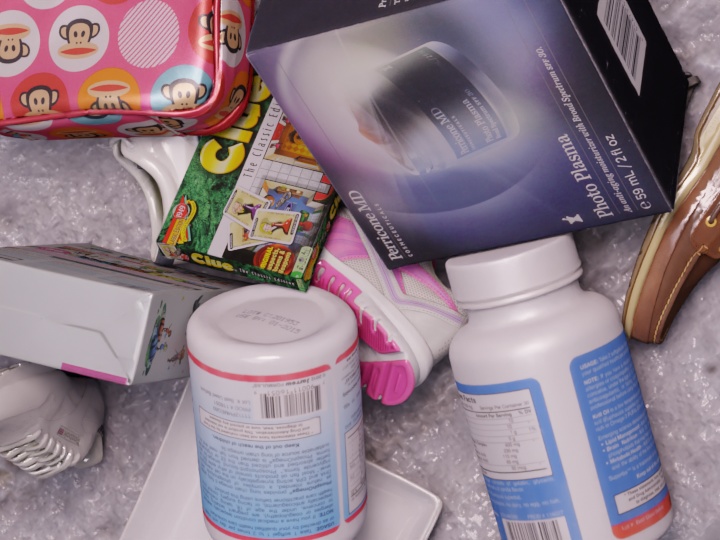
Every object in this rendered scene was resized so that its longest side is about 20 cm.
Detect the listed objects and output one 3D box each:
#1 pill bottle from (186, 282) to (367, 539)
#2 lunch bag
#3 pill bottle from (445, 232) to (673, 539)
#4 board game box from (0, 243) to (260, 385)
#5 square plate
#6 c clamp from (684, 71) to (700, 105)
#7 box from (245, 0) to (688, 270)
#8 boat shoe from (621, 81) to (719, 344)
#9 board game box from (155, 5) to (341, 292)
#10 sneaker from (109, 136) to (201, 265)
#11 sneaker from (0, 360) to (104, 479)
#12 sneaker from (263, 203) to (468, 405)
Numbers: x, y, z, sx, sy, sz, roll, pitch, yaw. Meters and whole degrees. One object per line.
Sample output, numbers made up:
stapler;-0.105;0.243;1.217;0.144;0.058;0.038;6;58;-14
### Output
pill bottle;-0.051;0.117;1.381;0.109;0.109;0.200;6;116;19
lunch bag;-0.170;-0.176;1.391;0.200;0.082;0.176;0;85;17
pill bottle;0.120;0.079;1.352;0.112;0.112;0.200;-12;99;20
board game box;-0.167;0.026;1.415;0.147;0.200;0.064;13;96;19
square plate;-0.065;0.196;1.483;0.200;0.028;0.198;28;103;16
c clamp;0.149;-0.161;1.385;0.171;0.027;0.200;-27;84;19
box;0.069;-0.119;1.297;0.198;0.123;0.200;-11;133;27
boat shoe;0.224;-0.037;1.343;0.068;0.072;0.200;27;105;12
board game box;-0.050;-0.087;1.410;0.105;0.023;0.200;12;66;19
sneaker;-0.134;-0.100;1.453;0.071;0.073;0.200;-15;89;-20
sneaker;-0.218;0.100;1.439;0.076;0.200;0.081;-13;87;15
sneaker;0.000;0.000;1.426;0.200;0.088;0.081;49;147;27
